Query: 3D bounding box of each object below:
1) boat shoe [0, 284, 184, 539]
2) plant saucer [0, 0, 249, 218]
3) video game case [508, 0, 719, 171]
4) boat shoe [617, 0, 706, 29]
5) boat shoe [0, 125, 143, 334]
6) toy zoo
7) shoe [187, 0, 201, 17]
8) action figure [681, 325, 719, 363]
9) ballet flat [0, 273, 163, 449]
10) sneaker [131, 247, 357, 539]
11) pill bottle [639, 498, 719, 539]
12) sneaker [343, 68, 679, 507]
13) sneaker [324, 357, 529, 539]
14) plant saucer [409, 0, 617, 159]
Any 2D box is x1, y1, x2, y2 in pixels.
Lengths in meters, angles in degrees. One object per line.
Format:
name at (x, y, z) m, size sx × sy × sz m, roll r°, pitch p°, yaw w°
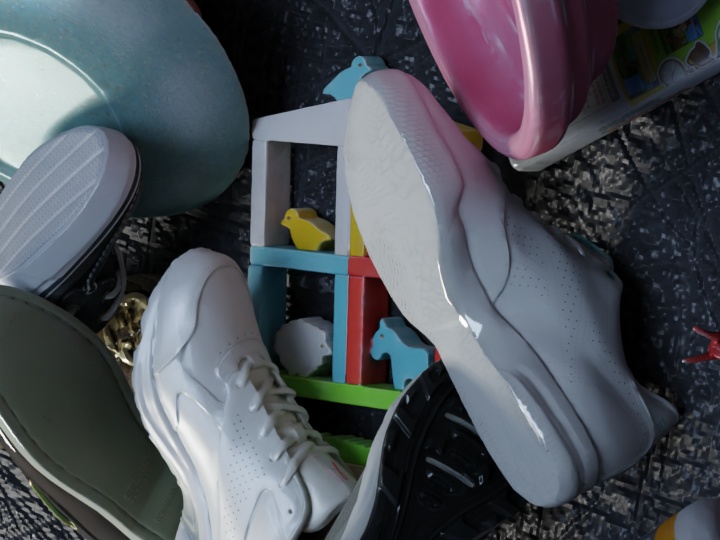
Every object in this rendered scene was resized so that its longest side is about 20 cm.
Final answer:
boat shoe at (-0.133, 0.087, 1.302) m, size 0.201 × 0.072 × 0.061 m, roll 47°, pitch 145°, yaw -22°
plant saucer at (-0.152, -0.087, 1.307) m, size 0.201 × 0.039 × 0.201 m, roll 18°, pitch 141°, yaw 15°
video game case at (0.105, -0.169, 1.163) m, size 0.182 × 0.023 × 0.200 m, roll -29°, pitch 72°, yaw 40°
boat shoe at (0.107, -0.198, 1.108) m, size 0.065 × 0.074 × 0.200 m, roll -170°, pitch 75°, yaw -72°
boat shoe at (-0.148, -0.001, 1.319) m, size 0.200 × 0.071 × 0.072 m, roll -43°, pitch 36°, yaw 43°
toy zoo at (0.000, 0.000, 1.268) m, size 0.131 × 0.020 × 0.200 m, roll 7°, pitch 97°, yaw 42°
shoe at (-0.161, -0.110, 1.375) m, size 0.200 × 0.071 × 0.091 m, roll -38°, pitch 64°, yaw 34°
action figure at (0.195, -0.012, 1.038) m, size 0.065 × 0.099 × 0.200 m, roll 34°, pitch 117°, yaw 52°
ballet flat at (-0.158, 0.052, 1.398) m, size 0.200 × 0.046 × 0.067 m, roll -21°, pitch 78°, yaw 41°
sneaker at (-0.041, 0.085, 1.256) m, size 0.099 × 0.078 × 0.200 m, roll -6°, pitch 99°, yaw 36°
pill bottle at (0.098, 0.191, 1.093) m, size 0.200 × 0.116 × 0.116 m, roll -39°, pitch 65°, yaw 19°
sneaker at (0.066, -0.002, 1.161) m, size 0.200 × 0.088 × 0.075 m, roll 63°, pitch 155°, yaw 5°
sneaker at (0.017, 0.115, 1.175) m, size 0.074 × 0.200 × 0.079 m, roll 35°, pitch 157°, yaw -9°
plant saucer at (0.053, -0.146, 1.105) m, size 0.201 × 0.051 × 0.201 m, roll 161°, pitch 90°, yaw -81°
